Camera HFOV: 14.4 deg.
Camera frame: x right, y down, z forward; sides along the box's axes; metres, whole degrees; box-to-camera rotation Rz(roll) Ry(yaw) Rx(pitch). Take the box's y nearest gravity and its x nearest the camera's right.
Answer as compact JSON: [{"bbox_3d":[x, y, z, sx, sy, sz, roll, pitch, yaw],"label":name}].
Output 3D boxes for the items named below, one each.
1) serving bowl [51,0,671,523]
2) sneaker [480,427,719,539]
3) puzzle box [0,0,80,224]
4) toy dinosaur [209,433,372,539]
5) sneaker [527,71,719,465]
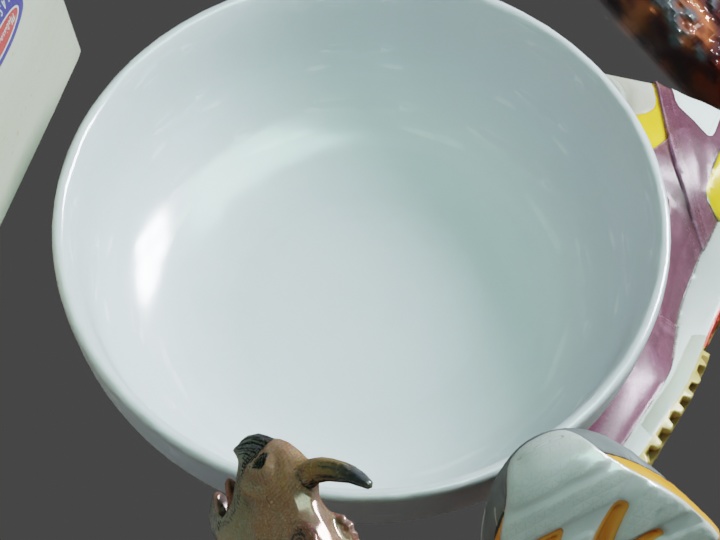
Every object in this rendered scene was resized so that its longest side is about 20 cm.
[{"bbox_3d":[0.000,0.000,0.942,0.199,0.066,0.201,0,59,0],"label":"serving bowl"},{"bbox_3d":[0.080,0.104,0.898,0.078,0.200,0.077,-25,49,4],"label":"sneaker"},{"bbox_3d":[-0.144,-0.042,0.876,0.025,0.133,0.200,7,52,18],"label":"puzzle box"},{"bbox_3d":[0.024,0.149,0.834,0.200,0.136,0.086,30,27,-9],"label":"toy dinosaur"},{"bbox_3d":[0.079,0.014,1.000,0.090,0.075,0.200,27,51,5],"label":"sneaker"}]
